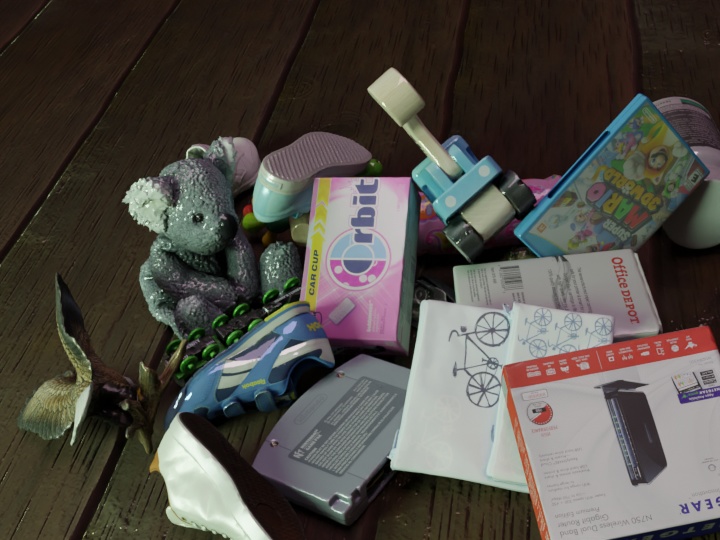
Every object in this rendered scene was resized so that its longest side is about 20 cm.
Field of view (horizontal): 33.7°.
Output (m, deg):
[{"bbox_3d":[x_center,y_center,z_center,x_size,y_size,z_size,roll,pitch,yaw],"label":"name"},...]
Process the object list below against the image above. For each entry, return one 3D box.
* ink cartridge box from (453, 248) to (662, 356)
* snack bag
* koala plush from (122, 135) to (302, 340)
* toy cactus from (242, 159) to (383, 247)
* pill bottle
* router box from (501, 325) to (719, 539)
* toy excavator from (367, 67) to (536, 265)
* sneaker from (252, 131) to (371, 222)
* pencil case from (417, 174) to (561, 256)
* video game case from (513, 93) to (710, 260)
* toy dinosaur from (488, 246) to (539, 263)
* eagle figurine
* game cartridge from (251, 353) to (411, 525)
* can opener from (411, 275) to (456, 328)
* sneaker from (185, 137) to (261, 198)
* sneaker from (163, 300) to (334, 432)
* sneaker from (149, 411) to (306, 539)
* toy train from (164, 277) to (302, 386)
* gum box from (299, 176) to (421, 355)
[{"bbox_3d":[0.204,0.058,1.252,0.199,0.083,0.147,-6,37,4],"label":"ink cartridge box"},{"bbox_3d":[0.138,0.116,1.145,0.199,0.021,0.189,9,66,9],"label":"snack bag"},{"bbox_3d":[-0.191,-0.045,1.388,0.177,0.201,0.183,-33,41,-31],"label":"koala plush"},{"bbox_3d":[-0.063,-0.073,1.490,0.199,0.103,0.165,-12,27,10],"label":"toy cactus"},{"bbox_3d":[0.396,-0.120,1.446,0.112,0.114,0.200,-5,34,5],"label":"pill bottle"},{"bbox_3d":[0.245,0.155,1.073,0.199,0.049,0.180,-11,60,-3],"label":"router box"},{"bbox_3d":[0.088,-0.115,1.281,0.100,0.194,0.200,-42,83,2],"label":"toy excavator"},{"bbox_3d":[-0.064,-0.108,1.408,0.074,0.082,0.200,41,34,20],"label":"sneaker"},{"bbox_3d":[0.157,-0.067,1.452,0.199,0.088,0.088,-8,34,0],"label":"pencil case"},{"bbox_3d":[0.278,-0.075,1.303,0.200,0.143,0.018,-48,35,5],"label":"video game case"},{"bbox_3d":[0.221,-0.019,1.380,0.199,0.048,0.088,-17,2,-13],"label":"toy dinosaur"},{"bbox_3d":[-0.289,0.113,1.253,0.199,0.151,0.152,25,60,25],"label":"eagle figurine"},{"bbox_3d":[-0.013,0.164,1.194,0.133,0.041,0.200,19,43,29],"label":"game cartridge"},{"bbox_3d":[0.039,0.017,1.397,0.067,0.054,0.200,5,18,-44],"label":"can opener"},{"bbox_3d":[-0.190,-0.142,1.618,0.074,0.100,0.200,1,34,17],"label":"sneaker"},{"bbox_3d":[-0.115,0.118,1.235,0.200,0.074,0.082,-38,80,-4],"label":"sneaker"},{"bbox_3d":[-0.126,0.227,1.117,0.200,0.085,0.073,43,14,33],"label":"sneaker"},{"bbox_3d":[-0.133,0.071,1.336,0.200,0.057,0.042,-29,54,-28],"label":"toy train"},{"bbox_3d":[0.000,0.000,1.321,0.113,0.066,0.201,1,72,15],"label":"gum box"}]
